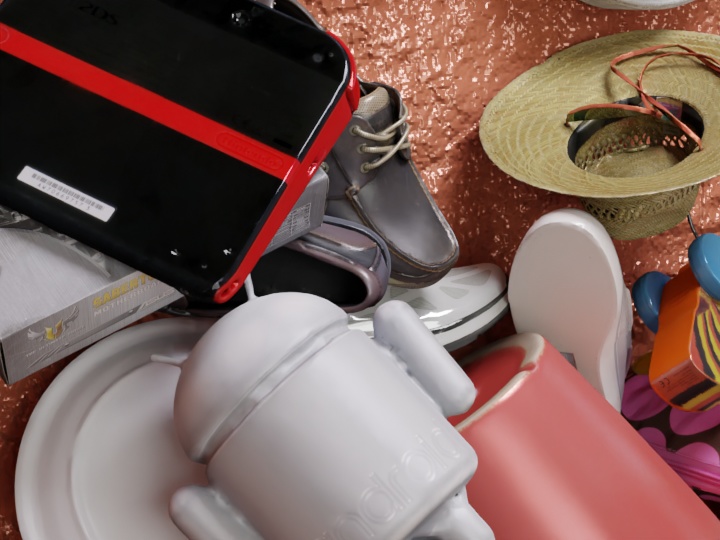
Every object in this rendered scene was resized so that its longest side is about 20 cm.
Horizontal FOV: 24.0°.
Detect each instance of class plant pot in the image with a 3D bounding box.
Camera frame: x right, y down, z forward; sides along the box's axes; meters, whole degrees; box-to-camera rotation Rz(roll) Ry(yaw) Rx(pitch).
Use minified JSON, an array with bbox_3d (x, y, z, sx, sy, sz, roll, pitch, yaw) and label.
[{"bbox_3d":[0.102,0.149,1.035,0.200,0.200,0.178,-38,100,-21],"label":"plant pot"}]

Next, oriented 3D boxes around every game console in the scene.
[{"bbox_3d":[-0.117,-0.087,0.897,0.199,0.031,0.177,25,63,11],"label":"game console"}]

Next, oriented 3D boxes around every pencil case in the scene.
[{"bbox_3d":[0.238,0.117,1.090,0.093,0.200,0.091,-4,95,-30],"label":"pencil case"}]

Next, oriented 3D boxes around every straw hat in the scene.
[{"bbox_3d":[0.177,-0.069,1.079,0.201,0.201,0.085,-29,129,-23],"label":"straw hat"}]

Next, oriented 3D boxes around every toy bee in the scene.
[{"bbox_3d":[0.240,0.017,1.103,0.109,0.131,0.201,32,62,-22],"label":"toy bee"}]

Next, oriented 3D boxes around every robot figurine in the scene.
[{"bbox_3d":[-0.018,0.092,0.887,0.170,0.113,0.200,-42,81,-16],"label":"robot figurine"}]

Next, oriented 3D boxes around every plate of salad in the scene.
[{"bbox_3d":[-0.092,0.123,0.947,0.199,0.048,0.201,5,65,-11],"label":"plate of salad"}]

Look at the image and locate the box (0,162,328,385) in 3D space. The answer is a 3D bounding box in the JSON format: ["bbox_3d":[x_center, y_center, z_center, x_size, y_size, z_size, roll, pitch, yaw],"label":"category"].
[{"bbox_3d":[-0.142,-0.050,0.912,0.200,0.048,0.159,-27,62,-22],"label":"box"}]

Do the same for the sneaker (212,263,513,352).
[{"bbox_3d":[0.000,0.000,1.027,0.200,0.076,0.116,-17,102,-24],"label":"sneaker"}]

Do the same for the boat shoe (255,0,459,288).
[{"bbox_3d":[-0.011,-0.075,0.984,0.200,0.073,0.075,47,46,-3],"label":"boat shoe"}]

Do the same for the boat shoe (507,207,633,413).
[{"bbox_3d":[0.143,0.026,1.075,0.200,0.072,0.069,71,32,-41],"label":"boat shoe"}]

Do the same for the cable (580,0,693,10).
[{"bbox_3d":[0.181,-0.272,1.114,0.199,0.069,0.201,21,84,-26],"label":"cable"}]

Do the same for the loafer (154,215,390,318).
[{"bbox_3d":[-0.082,-0.006,0.947,0.199,0.063,0.072,5,104,-1],"label":"loafer"}]
